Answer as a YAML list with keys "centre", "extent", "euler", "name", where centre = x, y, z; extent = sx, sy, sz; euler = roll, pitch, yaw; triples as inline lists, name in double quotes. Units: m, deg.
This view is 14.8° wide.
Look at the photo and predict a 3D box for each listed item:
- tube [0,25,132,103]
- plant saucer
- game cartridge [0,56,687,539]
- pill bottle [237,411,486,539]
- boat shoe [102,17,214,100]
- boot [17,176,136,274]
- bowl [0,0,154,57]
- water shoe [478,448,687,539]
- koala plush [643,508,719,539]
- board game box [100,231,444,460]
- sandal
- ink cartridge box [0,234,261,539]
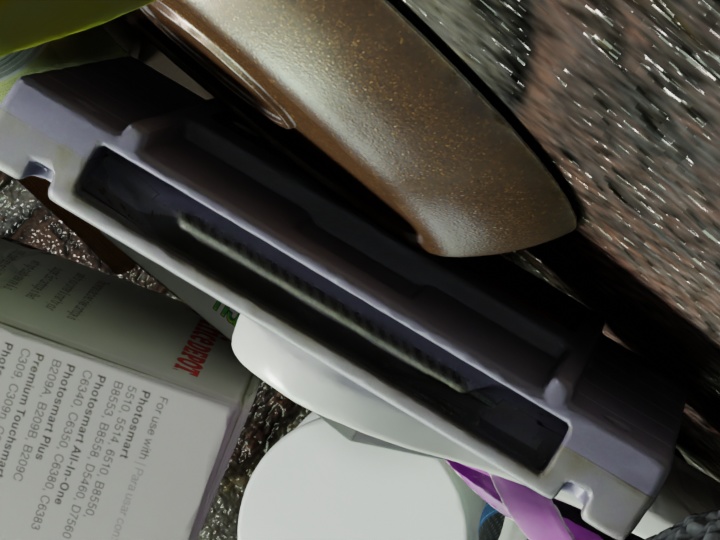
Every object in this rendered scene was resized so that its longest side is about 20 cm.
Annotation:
- centre: [-0.108, -0.068, 0.778]
  extent: [0.058, 0.052, 0.200]
  euler: [33, 175, 2]
  name: "tube"
- centre: [-0.030, -0.065, 0.709]
  extent: [0.200, 0.032, 0.200]
  euler: [39, 176, 3]
  name: "plant saucer"
- centre: [0.000, 0.000, 0.776]
  extent: [0.200, 0.038, 0.130]
  euler: [31, -165, 4]
  name: "game cartridge"
- centre: [0.027, 0.102, 1.137]
  extent: [0.116, 0.117, 0.200]
  euler: [39, -169, 14]
  name: "pill bottle"
- centre: [-0.040, -0.035, 0.906]
  extent: [0.200, 0.072, 0.076]
  euler: [45, -163, 17]
  name: "boat shoe"
- centre: [-0.148, -0.060, 0.933]
  extent: [0.068, 0.189, 0.200]
  euler: [-18, 135, 32]
  name: "boot"
- centre: [-0.117, -0.099, 0.398]
  extent: [0.200, 0.200, 0.108]
  euler: [35, 130, 57]
  name: "bowl"
- centre: [0.059, 0.098, 0.931]
  extent: [0.071, 0.079, 0.200]
  euler: [41, -158, -1]
  name: "water shoe"
- centre: [0.139, 0.166, 0.718]
  extent: [0.200, 0.178, 0.184]
  euler: [35, -177, -43]
  name: "koala plush"
- centre: [0.007, 0.023, 1.006]
  extent: [0.126, 0.035, 0.200]
  euler: [38, -170, 27]
  name: "board game box"
- centre: [0.046, 0.063, 0.830]
  extent: [0.202, 0.050, 0.082]
  euler: [26, -167, -18]
  name: "sandal"
- centre: [-0.139, 0.036, 0.934]
  extent: [0.199, 0.085, 0.146]
  euler: [21, -172, -1]
  name: "ink cartridge box"
